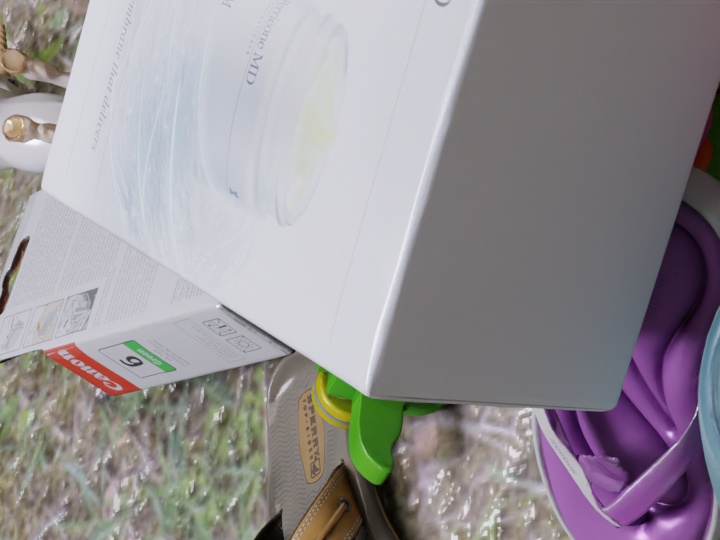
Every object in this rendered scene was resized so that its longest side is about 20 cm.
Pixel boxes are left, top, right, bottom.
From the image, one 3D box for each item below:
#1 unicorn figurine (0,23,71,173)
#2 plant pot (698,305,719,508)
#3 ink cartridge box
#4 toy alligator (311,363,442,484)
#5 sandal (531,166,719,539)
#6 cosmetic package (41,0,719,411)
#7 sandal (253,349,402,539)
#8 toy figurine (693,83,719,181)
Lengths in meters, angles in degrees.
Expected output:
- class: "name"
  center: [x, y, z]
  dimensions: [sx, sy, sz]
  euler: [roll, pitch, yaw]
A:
- class: "unicorn figurine"
  center: [-0.170, -0.078, 1.384]
  dimensions: [0.199, 0.137, 0.074]
  euler: [24, 95, 34]
- class: "plant pot"
  center: [0.188, 0.045, 0.884]
  dimensions: [0.200, 0.134, 0.201]
  euler: [-23, 58, 43]
- class: "ink cartridge box"
  center: [-0.099, -0.002, 1.294]
  dimensions: [0.199, 0.050, 0.109]
  euler: [-16, 49, 46]
- class: "toy alligator"
  center: [0.000, 0.000, 1.182]
  dimensions: [0.059, 0.054, 0.201]
  euler: [122, 138, -50]
- class: "sandal"
  center: [0.092, 0.046, 0.979]
  dimensions: [0.082, 0.050, 0.204]
  euler: [23, 135, 25]
- class: "cosmetic package"
  center: [0.012, -0.083, 0.923]
  dimensions: [0.200, 0.122, 0.201]
  euler: [29, 107, 45]
- class: "sandal"
  center: [-0.018, 0.113, 1.163]
  dimensions: [0.082, 0.054, 0.201]
  euler: [-33, 51, 36]
- class: "toy figurine"
  center: [0.156, -0.096, 0.960]
  dimensions: [0.200, 0.150, 0.184]
  euler: [-56, 23, -22]
